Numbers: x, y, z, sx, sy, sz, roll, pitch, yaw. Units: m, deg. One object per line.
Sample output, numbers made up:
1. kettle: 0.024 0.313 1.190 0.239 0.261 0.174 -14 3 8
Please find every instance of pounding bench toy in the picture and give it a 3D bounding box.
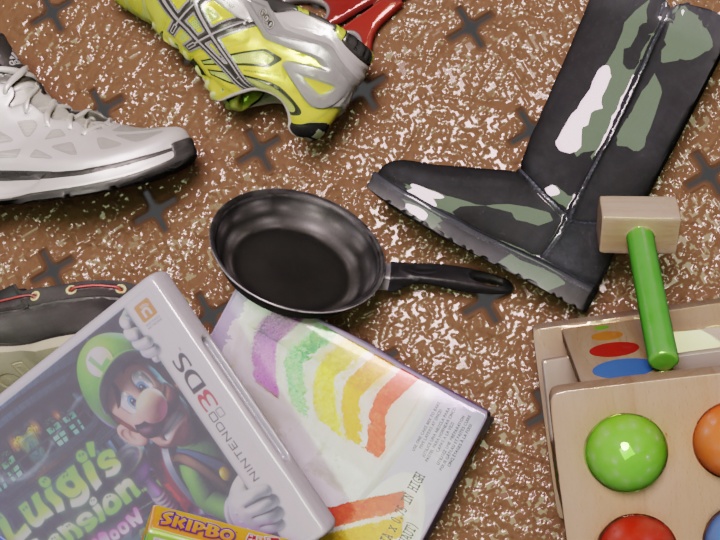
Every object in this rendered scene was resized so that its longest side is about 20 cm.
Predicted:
1. pounding bench toy: 0.163 0.065 0.643 0.124 0.156 0.200 -8 101 7

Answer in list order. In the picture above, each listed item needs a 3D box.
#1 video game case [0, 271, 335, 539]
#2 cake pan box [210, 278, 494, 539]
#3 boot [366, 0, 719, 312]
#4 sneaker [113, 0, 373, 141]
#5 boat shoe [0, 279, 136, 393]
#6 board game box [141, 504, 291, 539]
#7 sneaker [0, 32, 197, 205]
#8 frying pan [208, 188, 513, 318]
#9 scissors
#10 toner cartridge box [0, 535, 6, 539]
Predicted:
1. video game case: -0.142 0.129 0.713 0.200 0.023 0.182 -36 86 20
2. cake pan box: -0.042 0.133 0.747 0.184 0.052 0.200 30 89 13
3. boot: 0.119 -0.098 0.742 0.165 0.066 0.200 28 93 -2
4. sneaker: -0.093 -0.151 0.773 0.200 0.075 0.077 26 93 21
5. boat shoe: -0.229 0.048 0.781 0.201 0.074 0.063 -6 48 16
6. board game box: -0.103 0.228 0.698 0.095 0.030 0.200 17 118 -10
7. sneaker: -0.212 -0.104 0.777 0.200 0.076 0.116 -6 97 9
8. frying pan: -0.007 -0.012 0.764 0.190 0.031 0.115 -4 46 -26
9. scissors: 0.028 -0.185 0.798 0.200 0.014 0.073 -23 78 3
10. toner cartridge box: -0.208 0.224 0.705 0.200 0.043 0.095 22 116 35
